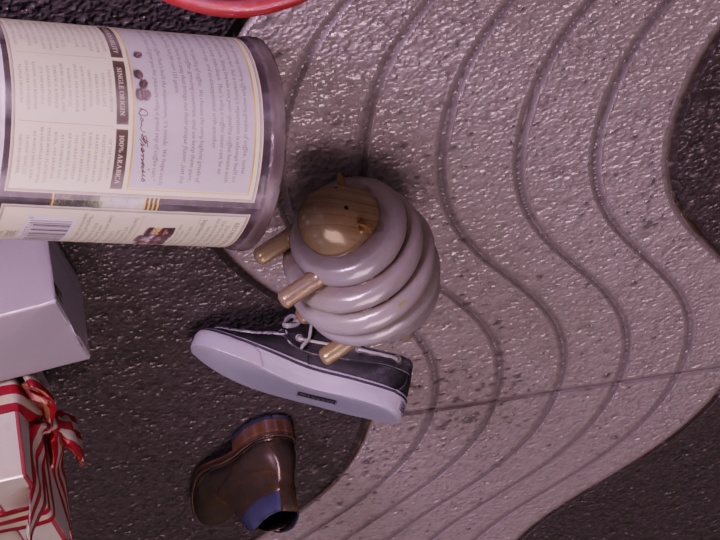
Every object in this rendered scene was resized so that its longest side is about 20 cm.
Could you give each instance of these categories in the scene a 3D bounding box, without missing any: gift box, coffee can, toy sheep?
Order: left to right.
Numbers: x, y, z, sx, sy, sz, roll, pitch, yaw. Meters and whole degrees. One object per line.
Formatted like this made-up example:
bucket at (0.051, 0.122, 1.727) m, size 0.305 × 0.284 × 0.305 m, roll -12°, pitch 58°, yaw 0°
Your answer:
gift box at (-0.331, 0.161, 1.593) m, size 0.185 × 0.202 × 0.185 m, roll -14°, pitch 156°, yaw -1°
coffee can at (-0.167, -0.091, 1.273) m, size 0.198 × 0.148 × 0.147 m, roll 2°, pitch 147°, yaw -25°
toy sheep at (0.000, 0.000, 1.516) m, size 0.137 × 0.139 × 0.200 m, roll -19°, pitch 146°, yaw 10°

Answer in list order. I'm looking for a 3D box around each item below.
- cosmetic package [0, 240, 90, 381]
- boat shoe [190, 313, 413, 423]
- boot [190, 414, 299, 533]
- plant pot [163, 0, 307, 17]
cosmetic package at (-0.322, 0.038, 1.494) m, size 0.198 × 0.091 × 0.107 m, roll -16°, pitch 151°, yaw -2°
boat shoe at (-0.049, 0.075, 1.684) m, size 0.197 × 0.069 × 0.074 m, roll 15°, pitch 159°, yaw 0°
boot at (-0.117, 0.233, 1.897) m, size 0.074 × 0.098 × 0.200 m, roll 3°, pitch 146°, yaw -26°
plant pot at (-0.067, -0.251, 1.000) m, size 0.198 × 0.203 × 0.183 m, roll -8°, pitch 160°, yaw -10°
